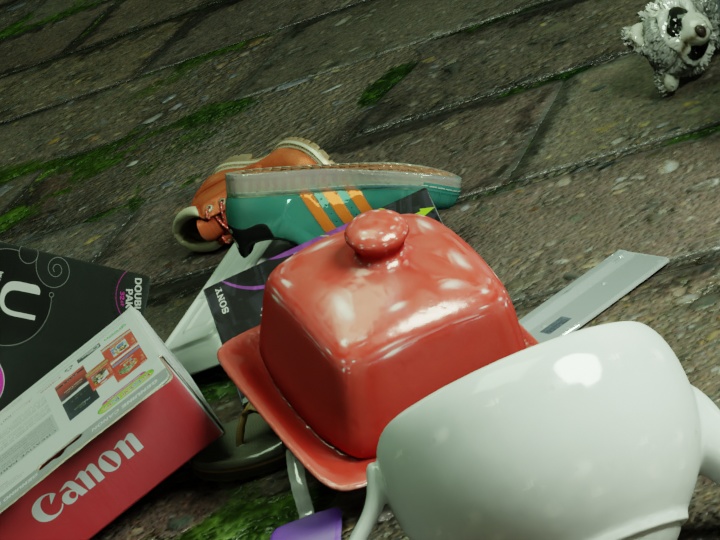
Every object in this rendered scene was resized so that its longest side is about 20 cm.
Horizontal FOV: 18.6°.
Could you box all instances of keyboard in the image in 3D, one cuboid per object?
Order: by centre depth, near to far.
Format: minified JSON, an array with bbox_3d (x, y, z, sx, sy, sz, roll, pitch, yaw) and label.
[{"bbox_3d":[0.139,0.041,1.612,0.200,0.011,0.056,-34,27,-22],"label":"keyboard"}]

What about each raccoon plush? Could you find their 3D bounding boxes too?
[{"bbox_3d":[0.293,-0.213,2.007,0.134,0.097,0.200,-42,-7,-7],"label":"raccoon plush"}]

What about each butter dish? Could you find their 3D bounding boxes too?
[{"bbox_3d":[0.017,0.026,1.509,0.199,0.148,0.200,-20,37,-20],"label":"butter dish"}]

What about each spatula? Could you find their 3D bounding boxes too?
[{"bbox_3d":[-0.042,0.136,1.517,0.056,0.021,0.200,-21,40,13],"label":"spatula"}]

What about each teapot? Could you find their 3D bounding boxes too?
[{"bbox_3d":[0.109,0.128,1.240,0.200,0.146,0.197,-32,-17,36],"label":"teapot"}]

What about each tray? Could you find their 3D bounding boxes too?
[{"bbox_3d":[-0.108,0.017,1.879,0.107,0.022,0.200,-22,26,43],"label":"tray"}]

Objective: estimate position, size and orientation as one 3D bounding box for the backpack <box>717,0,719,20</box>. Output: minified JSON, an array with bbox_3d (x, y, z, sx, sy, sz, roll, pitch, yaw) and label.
[{"bbox_3d":[0.362,-0.199,1.689,0.147,0.183,0.200,-30,15,-16],"label":"backpack"}]

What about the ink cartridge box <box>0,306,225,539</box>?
[{"bbox_3d":[-0.208,0.139,1.621,0.200,0.084,0.176,-38,21,-3],"label":"ink cartridge box"}]

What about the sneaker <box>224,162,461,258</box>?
[{"bbox_3d":[-0.013,-0.048,1.846,0.200,0.080,0.071,-1,9,9],"label":"sneaker"}]

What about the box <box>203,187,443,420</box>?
[{"bbox_3d":[-0.015,0.027,1.718,0.200,0.036,0.143,-26,42,2],"label":"box"}]

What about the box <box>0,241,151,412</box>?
[{"bbox_3d":[-0.291,0.054,1.757,0.200,0.149,0.124,15,-7,-37],"label":"box"}]

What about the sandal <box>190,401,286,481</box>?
[{"bbox_3d":[-0.038,0.096,1.611,0.200,0.055,0.082,-21,20,22],"label":"sandal"}]

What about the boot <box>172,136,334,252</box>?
[{"bbox_3d":[-0.098,-0.063,2.075,0.107,0.075,0.200,-43,18,-33],"label":"boot"}]
